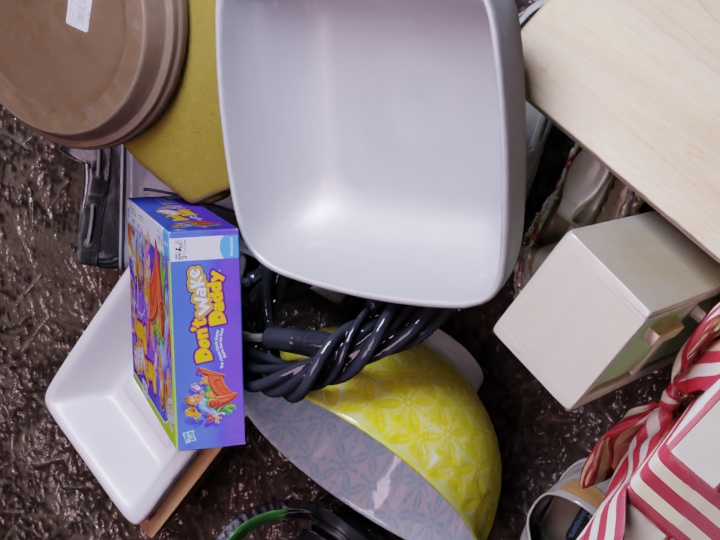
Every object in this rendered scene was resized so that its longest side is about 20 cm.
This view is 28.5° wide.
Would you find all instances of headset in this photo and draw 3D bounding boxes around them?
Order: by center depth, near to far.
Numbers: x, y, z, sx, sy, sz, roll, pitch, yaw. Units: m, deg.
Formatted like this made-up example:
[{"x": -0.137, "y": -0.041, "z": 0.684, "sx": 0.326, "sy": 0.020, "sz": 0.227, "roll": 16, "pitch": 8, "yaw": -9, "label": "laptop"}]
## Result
[{"x": -0.019, "y": 0.231, "z": 1.036, "sx": 0.197, "sy": 0.094, "sz": 0.125, "roll": 5, "pitch": 66, "yaw": 6, "label": "headset"}]

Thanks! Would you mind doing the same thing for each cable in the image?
[{"x": 0.000, "y": 0.000, "z": 0.904, "sx": 0.198, "sy": 0.164, "sz": 0.051, "roll": -28, "pitch": 122, "yaw": 7, "label": "cable"}]

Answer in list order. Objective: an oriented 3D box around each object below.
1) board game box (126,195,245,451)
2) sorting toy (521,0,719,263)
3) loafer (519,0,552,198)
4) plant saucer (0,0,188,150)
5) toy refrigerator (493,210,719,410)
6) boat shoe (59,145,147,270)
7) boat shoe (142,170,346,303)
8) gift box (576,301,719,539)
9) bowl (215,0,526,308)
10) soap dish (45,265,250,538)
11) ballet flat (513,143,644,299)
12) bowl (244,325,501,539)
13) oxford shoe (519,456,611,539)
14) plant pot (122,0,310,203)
[{"x": -0.120, "y": 0.027, "z": 0.952, "sx": 0.200, "sy": 0.044, "sz": 0.136, "roll": -153, "pitch": 61, "yaw": -72, "label": "board game box"}, {"x": 0.217, "y": -0.121, "z": 0.811, "sx": 0.200, "sy": 0.070, "sz": 0.199, "roll": 43, "pitch": 93, "yaw": 22, "label": "sorting toy"}, {"x": 0.092, "y": -0.095, "z": 0.939, "sx": 0.070, "sy": 0.069, "sz": 0.202, "roll": 36, "pitch": 116, "yaw": 25, "label": "loafer"}, {"x": -0.198, "y": -0.176, "z": 0.929, "sx": 0.198, "sy": 0.029, "sz": 0.203, "roll": 11, "pitch": 111, "yaw": 29, "label": "plant saucer"}, {"x": 0.166, "y": 0.017, "z": 0.824, "sx": 0.070, "sy": 0.199, "sz": 0.076, "roll": 47, "pitch": 119, "yaw": 20, "label": "toy refrigerator"}, {"x": -0.205, "y": -0.097, "z": 1.133, "sx": 0.072, "sy": 0.070, "sz": 0.203, "roll": -145, "pitch": 53, "yaw": -75, "label": "boat shoe"}, {"x": -0.090, "y": -0.017, "z": 1.075, "sx": 0.200, "sy": 0.074, "sz": 0.087, "roll": 19, "pitch": 93, "yaw": 24, "label": "boat shoe"}, {"x": 0.232, "y": 0.120, "z": 0.776, "sx": 0.186, "sy": 0.200, "sz": 0.185, "roll": 41, "pitch": 118, "yaw": 11, "label": "gift box"}, {"x": 0.014, "y": -0.088, "z": 0.828, "sx": 0.198, "sy": 0.074, "sz": 0.202, "roll": 10, "pitch": 114, "yaw": 32, "label": "bowl"}, {"x": -0.152, "y": 0.088, "z": 1.131, "sx": 0.158, "sy": 0.081, "sz": 0.201, "roll": 49, "pitch": 121, "yaw": 19, "label": "soap dish"}, {"x": 0.138, "y": -0.028, "z": 0.921, "sx": 0.075, "sy": 0.064, "sz": 0.202, "roll": 28, "pitch": 112, "yaw": 26, "label": "ballet flat"}, {"x": 0.025, "y": 0.097, "z": 0.977, "sx": 0.199, "sy": 0.201, "sz": 0.108, "roll": 24, "pitch": 67, "yaw": 30, "label": "bowl"}, {"x": 0.127, "y": 0.219, "z": 0.969, "sx": 0.075, "sy": 0.058, "sz": 0.202, "roll": 29, "pitch": 115, "yaw": 24, "label": "oxford shoe"}, {"x": -0.079, "y": -0.161, "z": 0.984, "sx": 0.194, "sy": 0.194, "sz": 0.202, "roll": -17, "pitch": 92, "yaw": 35, "label": "plant pot"}]
